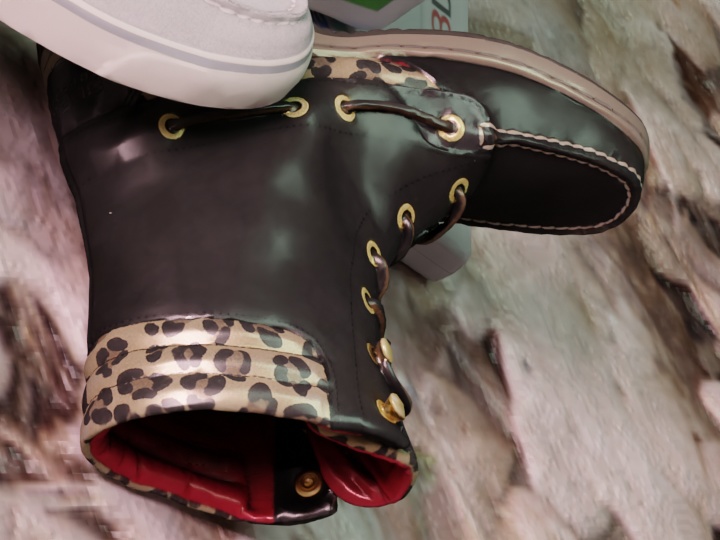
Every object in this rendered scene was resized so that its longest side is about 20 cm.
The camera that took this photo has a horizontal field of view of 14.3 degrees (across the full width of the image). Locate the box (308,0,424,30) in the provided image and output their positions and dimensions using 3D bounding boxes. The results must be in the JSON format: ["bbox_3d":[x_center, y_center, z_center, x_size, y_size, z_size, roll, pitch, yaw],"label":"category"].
[{"bbox_3d":[-0.022,-0.214,0.894,0.198,0.171,0.201,14,52,-47],"label":"box"}]

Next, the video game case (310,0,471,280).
[{"bbox_3d":[-0.036,-0.115,0.973,0.200,0.022,0.183,34,39,-32],"label":"video game case"}]

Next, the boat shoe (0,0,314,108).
[{"bbox_3d":[-0.083,-0.113,0.776,0.199,0.069,0.072,32,31,-24],"label":"boat shoe"}]

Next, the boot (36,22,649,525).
[{"bbox_3d":[0.000,0.000,0.852,0.199,0.073,0.151,13,53,-24],"label":"boot"}]
